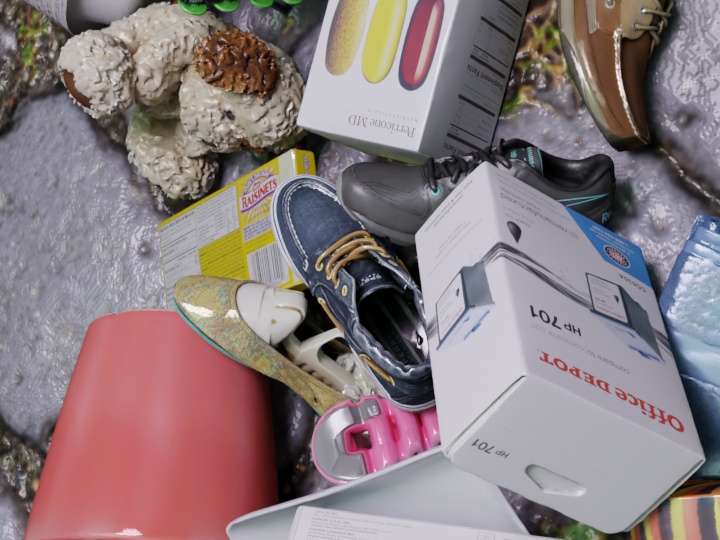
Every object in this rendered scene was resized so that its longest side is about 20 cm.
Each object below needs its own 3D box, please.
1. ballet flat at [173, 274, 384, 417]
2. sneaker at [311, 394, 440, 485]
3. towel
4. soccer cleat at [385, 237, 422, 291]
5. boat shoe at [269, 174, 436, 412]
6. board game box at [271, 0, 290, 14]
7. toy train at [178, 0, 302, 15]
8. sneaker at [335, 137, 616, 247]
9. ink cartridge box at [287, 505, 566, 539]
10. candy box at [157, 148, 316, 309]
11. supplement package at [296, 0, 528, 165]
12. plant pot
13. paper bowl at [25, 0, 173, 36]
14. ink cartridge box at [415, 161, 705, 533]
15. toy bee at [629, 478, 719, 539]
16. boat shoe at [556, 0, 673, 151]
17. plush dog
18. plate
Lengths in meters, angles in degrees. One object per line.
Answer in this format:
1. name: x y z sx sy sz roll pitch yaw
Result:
1. ballet flat: -0.044 0.054 1.073 0.200 0.071 0.071 39 105 -14
2. sneaker: 0.067 0.119 1.050 0.199 0.096 0.079 -12 60 3
3. towel: 0.238 0.072 0.968 0.111 0.048 0.201 24 96 22
4. soccer cleat: 0.019 -0.025 1.114 0.199 0.065 0.084 7 48 38
5. boat shoe: 0.000 0.000 1.003 0.071 0.091 0.201 -32 70 -8
6. board game box: -0.091 -0.293 1.126 0.034 0.200 0.136 39 101 32
7. toy train: -0.065 -0.234 1.117 0.057 0.199 0.042 56 139 25
8. sneaker: 0.083 -0.060 1.013 0.076 0.199 0.080 -96 16 -50
9. ink cartridge box: 0.049 0.250 0.994 0.199 0.045 0.177 7 125 7
10. candy box: -0.097 -0.016 1.148 0.200 0.026 0.103 -23 68 49
11. supplement package: 0.048 -0.183 1.083 0.113 0.109 0.201 14 90 31
12. plant pot: -0.148 0.134 1.111 0.199 0.200 0.179 -6 69 29
13. paper bowl: -0.188 -0.281 1.186 0.104 0.201 0.201 35 101 4
14. ink cartridge box: 0.121 0.047 0.925 0.086 0.146 0.201 -49 28 30
15. toy bee: 0.259 0.140 0.881 0.199 0.109 0.132 -28 86 11
16. boat shoe: 0.181 -0.187 1.030 0.073 0.076 0.201 -16 75 23
17. plush dog: -0.111 -0.145 1.141 0.171 0.200 0.161 24 74 28
18. plate: 0.038 0.208 1.014 0.199 0.200 0.032 -23 29 25
